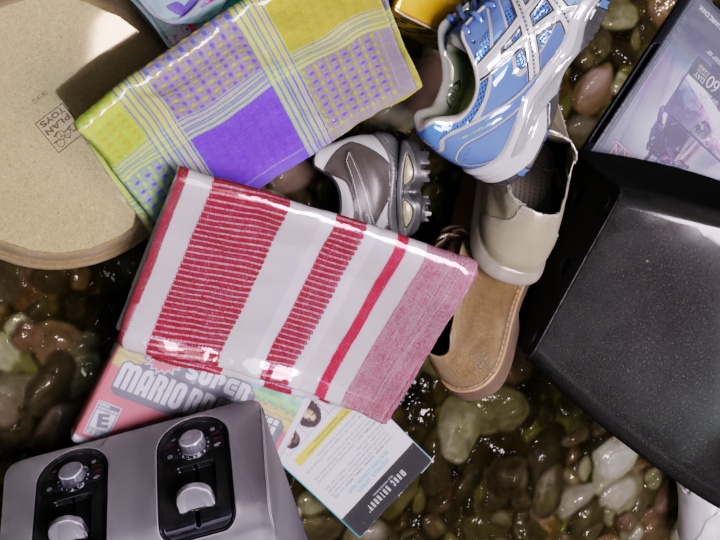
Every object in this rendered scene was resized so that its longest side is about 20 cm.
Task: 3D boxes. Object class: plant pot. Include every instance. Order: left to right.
[{"bbox_3d":[0.212,0.020,0.901,0.176,0.200,0.201,23,104,-13],"label":"plant pot"}]

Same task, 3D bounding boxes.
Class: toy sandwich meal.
[{"bbox_3d":[-0.190,-0.096,0.783,0.203,0.070,0.207,-4,104,-17],"label":"toy sandwich meal"}]

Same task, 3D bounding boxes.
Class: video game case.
[{"bbox_3d":[-0.090,0.052,0.825,0.142,0.017,0.201,25,98,-22],"label":"video game case"},{"bbox_3d":[0.261,-0.104,0.991,0.142,0.019,0.201,35,87,-25],"label":"video game case"}]

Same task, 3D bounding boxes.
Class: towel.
[{"bbox_3d":[-0.060,-0.101,0.724,0.199,0.023,0.144,-31,148,-4],"label":"towel"},{"bbox_3d":[-0.042,0.021,0.773,0.198,0.023,0.145,17,124,-16],"label":"towel"}]

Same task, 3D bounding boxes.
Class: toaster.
[{"bbox_3d":[-0.125,0.207,0.804,0.179,0.119,0.201,-14,123,1],"label":"toaster"}]

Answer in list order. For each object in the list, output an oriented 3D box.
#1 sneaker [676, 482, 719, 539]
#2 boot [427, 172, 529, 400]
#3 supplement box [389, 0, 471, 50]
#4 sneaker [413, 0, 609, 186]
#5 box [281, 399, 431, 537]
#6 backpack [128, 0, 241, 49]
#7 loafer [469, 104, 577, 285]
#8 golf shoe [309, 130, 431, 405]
[{"bbox_3d":[0.281,0.140,1.035,0.098,0.078,0.202,5,92,-17],"label":"sneaker"},{"bbox_3d":[0.084,-0.015,0.867,0.075,0.073,0.201,44,49,-47],"label":"boot"},{"bbox_3d":[0.081,-0.254,0.829,0.109,0.109,0.202,18,96,-25],"label":"supplement box"},{"bbox_3d":[0.098,-0.155,0.759,0.077,0.076,0.202,16,97,-29],"label":"sneaker"},{"bbox_3d":[-0.042,0.102,0.898,0.082,0.049,0.200,-45,115,-6],"label":"box"},{"bbox_3d":[-0.077,-0.240,0.706,0.200,0.151,0.178,-41,86,14],"label":"backpack"},{"bbox_3d":[0.118,-0.085,0.856,0.075,0.068,0.201,14,54,-18],"label":"loafer"},{"bbox_3d":[0.000,0.000,0.885,0.094,0.078,0.202,-2,96,-12],"label":"golf shoe"}]
